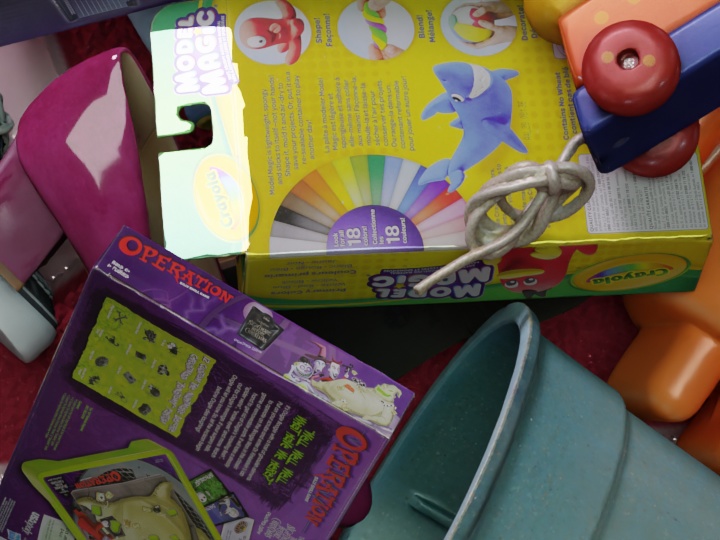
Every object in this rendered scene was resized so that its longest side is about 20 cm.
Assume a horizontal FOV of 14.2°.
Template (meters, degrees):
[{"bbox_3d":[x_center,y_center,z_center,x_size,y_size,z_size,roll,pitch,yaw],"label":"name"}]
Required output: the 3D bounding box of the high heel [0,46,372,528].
[{"bbox_3d":[-0.053,0.011,1.083,0.200,0.067,0.096,40,118,-12],"label":"high heel"}]

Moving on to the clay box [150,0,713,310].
[{"bbox_3d":[0.023,-0.047,1.078,0.199,0.048,0.115,-2,62,-5],"label":"clay box"}]

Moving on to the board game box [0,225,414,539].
[{"bbox_3d":[-0.067,0.077,1.065,0.120,0.200,0.032,33,49,3],"label":"board game box"}]

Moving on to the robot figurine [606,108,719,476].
[{"bbox_3d":[0.180,-0.010,1.134,0.144,0.117,0.200,34,77,28],"label":"robot figurine"}]

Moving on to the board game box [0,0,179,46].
[{"bbox_3d":[-0.074,-0.182,1.118,0.199,0.057,0.166,-13,54,10],"label":"board game box"}]

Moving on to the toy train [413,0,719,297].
[{"bbox_3d":[0.077,-0.091,1.029,0.200,0.085,0.116,-31,70,2],"label":"toy train"}]

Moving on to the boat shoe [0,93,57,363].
[{"bbox_3d":[-0.170,-0.057,1.142,0.068,0.072,0.200,-35,78,-8],"label":"boat shoe"}]

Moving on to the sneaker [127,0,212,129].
[{"bbox_3d":[0.002,-0.121,1.161,0.200,0.080,0.131,-25,81,1],"label":"sneaker"}]

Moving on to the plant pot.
[{"bbox_3d":[0.092,0.148,1.072,0.196,0.200,0.201,31,79,-7],"label":"plant pot"}]

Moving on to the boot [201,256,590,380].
[{"bbox_3d":[0.000,0.000,1.153,0.199,0.076,0.074,-16,124,6],"label":"boot"}]
